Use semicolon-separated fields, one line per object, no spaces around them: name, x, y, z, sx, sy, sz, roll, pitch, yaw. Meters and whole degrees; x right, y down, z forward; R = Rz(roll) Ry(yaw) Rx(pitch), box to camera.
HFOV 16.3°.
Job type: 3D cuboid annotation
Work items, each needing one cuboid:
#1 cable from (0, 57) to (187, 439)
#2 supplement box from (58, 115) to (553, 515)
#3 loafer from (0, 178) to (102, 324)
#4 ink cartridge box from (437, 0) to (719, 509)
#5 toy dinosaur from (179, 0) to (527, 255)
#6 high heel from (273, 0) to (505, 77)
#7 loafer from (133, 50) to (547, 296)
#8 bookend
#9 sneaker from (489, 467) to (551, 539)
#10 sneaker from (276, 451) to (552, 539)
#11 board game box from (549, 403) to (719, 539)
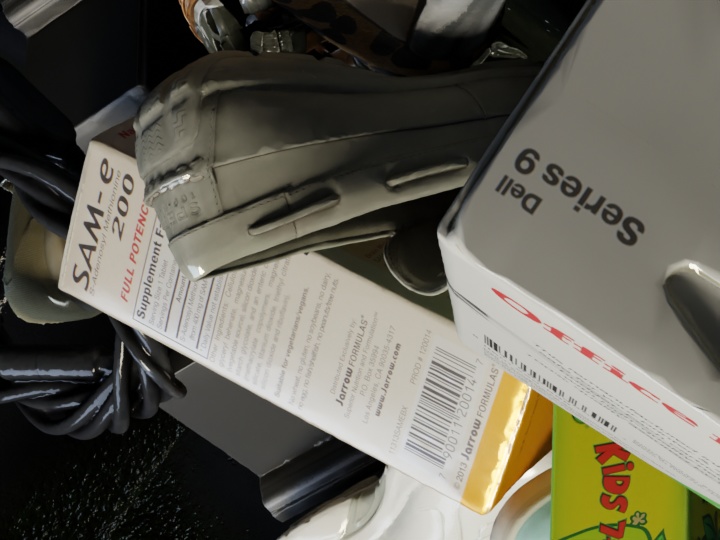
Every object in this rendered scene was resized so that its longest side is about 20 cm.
cable;-0.150;0.001;1.099;0.200;0.051;0.164;42;135;24
supplement box;0.000;0.000;0.985;0.199;0.074;0.126;27;-149;19
loafer;-0.138;-0.052;1.227;0.076;0.068;0.201;45;-147;-28
ink cartridge box;0.101;0.011;0.625;0.146;0.084;0.200;33;176;6
toy dinosaur;-0.029;-0.089;0.920;0.199;0.102;0.136;6;-141;-53
high heel;-0.044;-0.119;0.772;0.199;0.072;0.143;27;169;-2
loafer;0.024;-0.026;0.780;0.199;0.070;0.070;-2;164;-28
bookend;-0.068;-0.027;1.144;0.200;0.092;0.200;39;-146;-36
sneaker;0.149;0.104;0.923;0.199;0.074;0.082;-2;-171;-5
sneaker;0.046;0.117;1.074;0.100;0.078;0.200;58;142;7
board game box;0.099;0.063;0.866;0.047;0.201;0.102;-2;162;18
